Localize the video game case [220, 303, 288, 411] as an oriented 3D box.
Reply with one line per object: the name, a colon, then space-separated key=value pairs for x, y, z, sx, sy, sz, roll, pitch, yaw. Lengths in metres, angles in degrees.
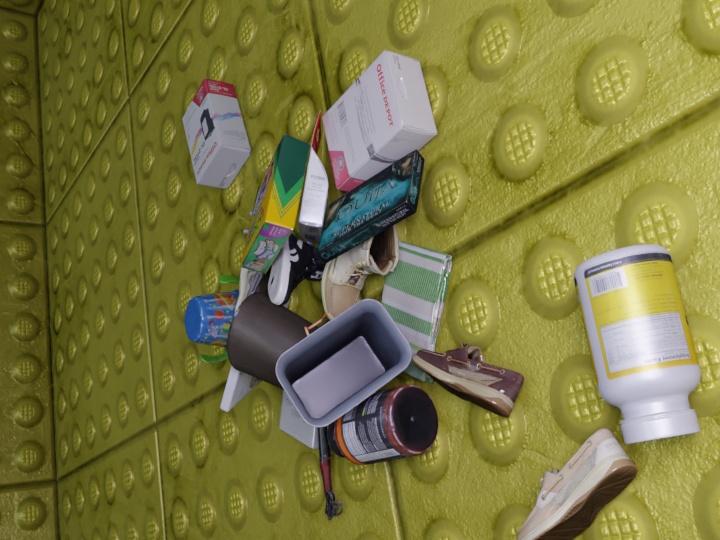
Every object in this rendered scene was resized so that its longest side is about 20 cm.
video game case: x=-0.205 y=0.156 z=1.506 sx=0.023 sy=0.182 sz=0.204 roll=22 pitch=110 yaw=11

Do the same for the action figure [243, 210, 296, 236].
action figure: x=-0.174 y=-0.058 z=1.569 sx=0.199 sy=0.054 sz=0.121 roll=36 pitch=113 yaw=44

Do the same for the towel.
towel: x=0.083 y=0.062 z=1.234 sx=0.151 sy=0.023 sz=0.206 roll=20 pitch=105 yaw=53

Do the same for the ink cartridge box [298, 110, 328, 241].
ink cartridge box: x=-0.073 y=-0.167 z=1.388 sx=0.160 sy=0.046 sz=0.206 roll=111 pitch=170 yaw=-83

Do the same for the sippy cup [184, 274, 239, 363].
sippy cup: x=-0.312 y=0.108 z=1.674 sx=0.138 sy=0.128 sz=0.183 roll=-18 pitch=74 yaw=51

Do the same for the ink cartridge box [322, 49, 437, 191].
ink cartridge box: x=0.028 y=-0.244 z=1.280 sx=0.199 sy=0.081 sz=0.150 roll=-35 pitch=60 yaw=47

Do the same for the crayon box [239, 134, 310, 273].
crayon box: x=-0.156 y=-0.114 z=1.373 sx=0.200 sy=0.057 sz=0.177 roll=132 pitch=151 yaw=-60

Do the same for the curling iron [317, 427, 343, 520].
curling iron: x=-0.059 y=0.350 z=1.396 sx=0.049 sy=0.025 sz=0.206 roll=-25 pitch=68 yaw=57

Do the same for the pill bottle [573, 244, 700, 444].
pill bottle: x=0.311 y=0.083 z=0.848 sx=0.111 sy=0.110 sz=0.205 roll=-26 pitch=66 yaw=49

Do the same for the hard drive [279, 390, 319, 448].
hard drive: x=-0.107 y=0.223 z=1.473 sx=0.131 sy=0.026 sz=0.206 roll=13 pitch=98 yaw=53

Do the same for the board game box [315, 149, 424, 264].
board game box: x=0.015 y=-0.103 z=1.241 sx=0.198 sy=0.028 sz=0.137 roll=-28 pitch=33 yaw=33

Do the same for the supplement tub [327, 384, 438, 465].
supplement tub: x=0.028 y=0.252 z=1.224 sx=0.198 sy=0.105 sz=0.110 roll=-26 pitch=66 yaw=50

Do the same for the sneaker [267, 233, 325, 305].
sneaker: x=-0.108 y=0.002 z=1.408 sx=0.074 sy=0.110 sz=0.202 roll=-56 pitch=22 yaw=30

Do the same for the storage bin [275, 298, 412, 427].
storage bin: x=-0.036 y=0.151 z=1.205 sx=0.147 sy=0.198 sz=0.135 roll=54 pitch=163 yaw=12

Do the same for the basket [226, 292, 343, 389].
basket: x=-0.118 y=0.150 z=1.357 sx=0.196 sy=0.137 sz=0.182 roll=24 pitch=150 yaw=20

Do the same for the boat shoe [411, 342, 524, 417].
boat shoe: x=0.155 y=0.144 z=1.103 sx=0.198 sy=0.072 sz=0.073 roll=18 pitch=71 yaw=55

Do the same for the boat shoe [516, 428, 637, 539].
boat shoe: x=0.257 y=0.278 z=0.945 sx=0.202 sy=0.071 sz=0.066 roll=-58 pitch=37 yaw=30

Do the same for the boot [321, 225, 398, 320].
boot: x=0.000 y=0.000 z=1.291 sx=0.154 sy=0.070 sz=0.206 roll=16 pitch=96 yaw=63

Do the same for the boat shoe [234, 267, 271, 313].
boat shoe: x=-0.218 y=0.071 z=1.597 sx=0.064 sy=0.071 sz=0.206 roll=18 pitch=108 yaw=36

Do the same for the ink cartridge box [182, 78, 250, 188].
ink cartridge box: x=-0.339 y=-0.319 z=1.784 sx=0.146 sy=0.081 sz=0.204 roll=-45 pitch=52 yaw=41
